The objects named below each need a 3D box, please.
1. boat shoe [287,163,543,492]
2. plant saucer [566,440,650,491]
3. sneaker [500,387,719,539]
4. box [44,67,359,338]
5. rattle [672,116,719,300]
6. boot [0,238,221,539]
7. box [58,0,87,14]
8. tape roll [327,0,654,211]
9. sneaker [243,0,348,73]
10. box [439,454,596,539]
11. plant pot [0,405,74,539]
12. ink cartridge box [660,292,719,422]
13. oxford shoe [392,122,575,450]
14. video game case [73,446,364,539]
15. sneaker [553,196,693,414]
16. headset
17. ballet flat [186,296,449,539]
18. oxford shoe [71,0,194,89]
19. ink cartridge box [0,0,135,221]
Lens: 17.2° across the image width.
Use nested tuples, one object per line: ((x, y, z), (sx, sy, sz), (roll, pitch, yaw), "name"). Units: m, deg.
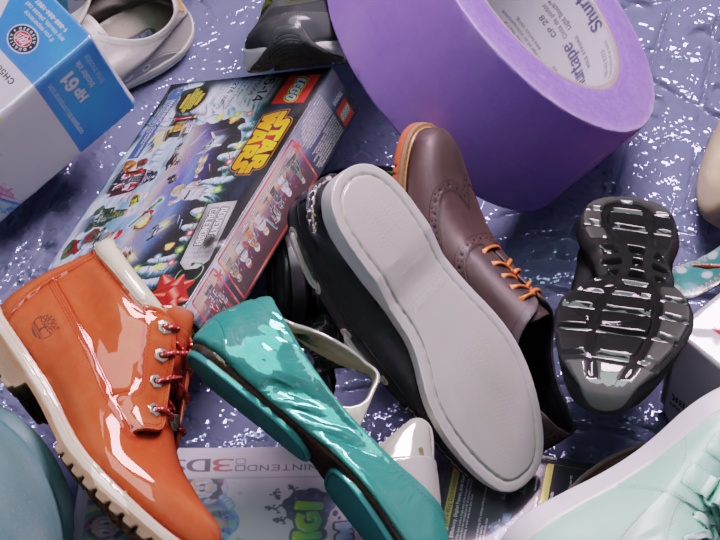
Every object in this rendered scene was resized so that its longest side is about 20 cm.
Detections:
((0.028, 0.036, 1.308), (0.074, 0.060, 0.200), (-42, 102, -35), "boat shoe")
((0.188, 0.178, 1.255), (0.200, 0.032, 0.201), (3, 52, -4), "plant saucer")
((0.181, 0.138, 1.218), (0.200, 0.074, 0.118), (-31, 55, -14), "sneaker")
((-0.101, -0.037, 1.432), (0.137, 0.040, 0.200), (-2, 45, 38), "box")
((0.271, -0.036, 1.442), (0.143, 0.130, 0.200), (41, 39, -25), "rattle")
((-0.119, 0.073, 1.289), (0.107, 0.075, 0.200), (-35, 70, -7), "boot")
((-0.180, -0.215, 1.580), (0.200, 0.082, 0.049), (-18, 56, -12), "box")
((0.080, -0.141, 1.451), (0.200, 0.085, 0.200), (33, 34, -26), "tape roll")
((-0.035, -0.175, 1.493), (0.074, 0.085, 0.200), (-5, 13, 8), "sneaker")
((0.107, 0.195, 1.288), (0.161, 0.049, 0.200), (10, 54, 5), "box")
((-0.235, 0.143, 1.257), (0.200, 0.201, 0.134), (26, 31, 19), "plant pot")
((0.293, 0.046, 1.377), (0.200, 0.084, 0.144), (-37, 60, -23), "ink cartridge box")
((0.073, 0.008, 1.356), (0.072, 0.200, 0.071), (-14, 4, 36), "oxford shoe")
((-0.070, 0.169, 1.294), (0.182, 0.024, 0.200), (-1, 39, 1), "video game case")
((0.148, 0.034, 1.342), (0.075, 0.079, 0.200), (9, 30, 8), "sneaker")
((0.000, 0.000, 1.408), (0.123, 0.094, 0.200), (12, 45, 9), "headset")
((-0.003, 0.089, 1.269), (0.070, 0.067, 0.200), (-43, 84, -14), "ballet flat")
((-0.191, -0.127, 1.529), (0.200, 0.058, 0.075), (-36, 64, -21), "oxford shoe")
((-0.264, -0.097, 1.458), (0.200, 0.085, 0.145), (-42, 60, -6), "ink cartridge box")
